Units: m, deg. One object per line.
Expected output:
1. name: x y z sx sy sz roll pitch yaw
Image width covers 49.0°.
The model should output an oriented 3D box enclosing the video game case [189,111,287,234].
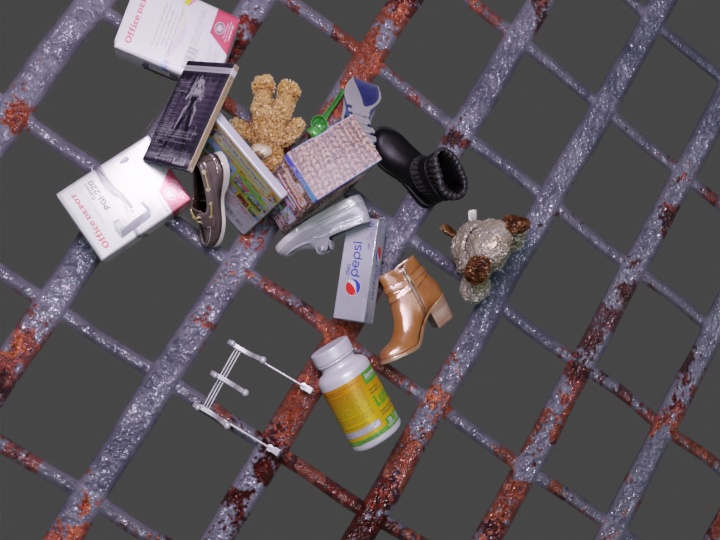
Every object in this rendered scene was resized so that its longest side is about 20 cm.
1. video game case: -0.241 -0.178 1.458 0.201 0.181 0.023 50 53 -6

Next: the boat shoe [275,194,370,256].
1. boat shoe: -0.071 -0.070 1.524 0.197 0.072 0.069 -29 84 4

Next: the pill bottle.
1. pill bottle: -0.013 0.234 1.527 0.110 0.111 0.203 -30 95 -14

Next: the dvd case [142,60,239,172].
1. dvd case: -0.299 -0.273 1.385 0.016 0.147 0.204 30 80 -47

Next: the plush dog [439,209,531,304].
1. plush dog: 0.248 -0.051 1.578 0.160 0.172 0.201 39 79 -9

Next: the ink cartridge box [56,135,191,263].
1. ink cartridge box: -0.432 -0.129 1.451 0.199 0.085 0.147 -36 96 -12

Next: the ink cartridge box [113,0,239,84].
1. ink cartridge box: -0.344 -0.438 1.489 0.197 0.086 0.150 22 83 -11

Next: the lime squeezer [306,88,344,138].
1. lime squeezer: -0.075 -0.282 1.547 0.038 0.070 0.202 52 35 -25

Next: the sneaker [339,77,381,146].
1. sneaker: -0.018 -0.278 1.571 0.079 0.116 0.203 16 54 -15

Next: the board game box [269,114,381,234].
1. board game box: -0.080 -0.173 1.460 0.158 0.200 0.098 -35 90 -27

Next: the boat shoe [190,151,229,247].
1. boat shoe: -0.282 -0.124 1.448 0.059 0.203 0.072 -17 49 -33

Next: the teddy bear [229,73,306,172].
1. teddy bear: -0.177 -0.284 1.534 0.143 0.067 0.203 28 80 -9

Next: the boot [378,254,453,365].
1. boot: 0.078 0.079 1.582 0.199 0.073 0.156 -38 98 -26

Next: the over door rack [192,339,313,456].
1. over door rack: -0.198 0.243 1.501 0.198 0.067 0.150 32 81 -11

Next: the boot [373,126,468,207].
1. boot: 0.114 -0.216 1.559 0.211 0.158 0.080 42 78 -9

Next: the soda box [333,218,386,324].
1. soda box: 0.000 0.000 1.556 0.067 0.063 0.205 6 85 19
